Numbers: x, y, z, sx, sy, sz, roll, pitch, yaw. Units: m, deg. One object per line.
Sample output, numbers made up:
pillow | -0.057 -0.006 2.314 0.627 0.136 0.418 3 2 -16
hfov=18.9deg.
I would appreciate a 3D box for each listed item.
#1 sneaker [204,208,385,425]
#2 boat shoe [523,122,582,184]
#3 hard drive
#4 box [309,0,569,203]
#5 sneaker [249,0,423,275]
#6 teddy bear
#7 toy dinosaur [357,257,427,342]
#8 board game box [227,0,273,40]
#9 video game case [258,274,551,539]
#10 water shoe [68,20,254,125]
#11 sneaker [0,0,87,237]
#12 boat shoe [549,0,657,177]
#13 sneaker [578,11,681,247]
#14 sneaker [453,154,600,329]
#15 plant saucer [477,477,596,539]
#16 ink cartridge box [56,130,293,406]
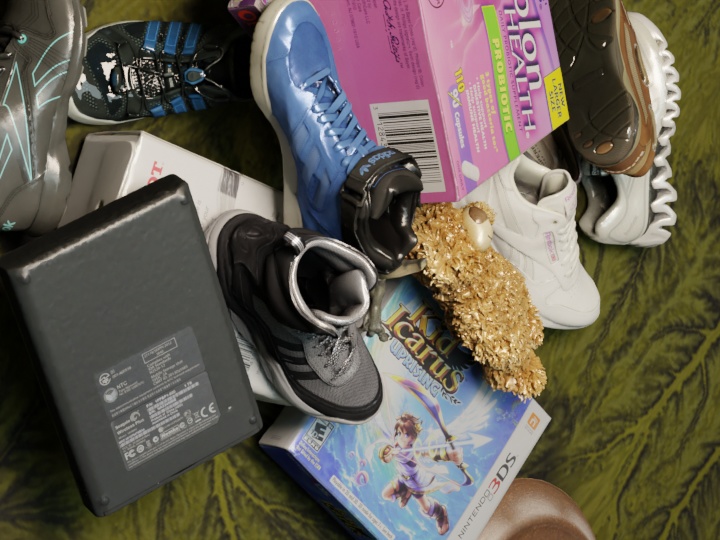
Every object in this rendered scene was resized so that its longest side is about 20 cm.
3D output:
sneaker | -0.025 0.041 1.521 0.076 0.113 0.200 -51 122 -23
boat shoe | 0.121 -0.146 1.754 0.072 0.065 0.201 -44 116 -24
hard drive | -0.154 0.052 1.476 0.139 0.033 0.201 -27 121 -21
box | 0.060 -0.163 1.605 0.200 0.096 0.178 -36 119 -54
sneaker | -0.009 -0.091 1.497 0.077 0.111 0.202 -29 122 -41
teddy bear | 0.098 0.013 1.666 0.201 0.066 0.145 61 29 -25
toy dinosaur | 0.000 0.000 1.613 0.047 0.200 0.089 7 106 -20
board game box | -0.024 -0.181 1.585 0.200 0.032 0.121 49 45 -48
video game case | 0.040 0.126 1.701 0.200 0.045 0.182 47 65 -29
water shoe | -0.125 -0.149 1.558 0.199 0.079 0.072 -14 100 -36
sneaker | -0.236 -0.124 1.477 0.079 0.075 0.202 3 92 -32
boat shoe | 0.200 -0.161 1.781 0.074 0.075 0.202 32 44 -47
sneaker | 0.222 -0.118 1.835 0.080 0.075 0.202 -4 95 -28
sneaker | 0.148 -0.025 1.757 0.200 0.099 0.075 46 39 -31
plant saucer | 0.140 0.277 1.816 0.199 0.037 0.203 -4 96 -37
ink cartridge box | -0.123 -0.001 1.566 0.199 0.083 0.147 22 80 -36
